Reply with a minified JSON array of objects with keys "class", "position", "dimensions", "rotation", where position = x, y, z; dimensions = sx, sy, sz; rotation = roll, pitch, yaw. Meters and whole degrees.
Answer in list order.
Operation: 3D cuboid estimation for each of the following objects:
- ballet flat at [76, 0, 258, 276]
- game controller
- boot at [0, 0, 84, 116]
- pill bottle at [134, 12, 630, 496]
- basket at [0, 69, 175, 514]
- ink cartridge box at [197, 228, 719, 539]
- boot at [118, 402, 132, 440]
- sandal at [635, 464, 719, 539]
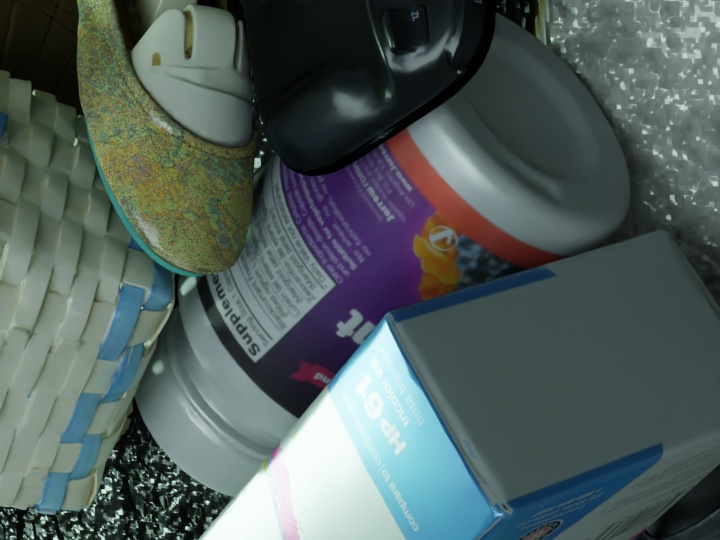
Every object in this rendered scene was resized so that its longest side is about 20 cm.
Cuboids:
[{"class":"ballet flat","position":[-0.072,-0.090,0.841],"dimensions":[0.071,0.070,0.201],"rotation":[-46,42,32]},{"class":"game controller","position":[-0.007,-0.133,0.804],"dimensions":[0.104,0.042,0.201],"rotation":[-38,50,40]},{"class":"boot","position":[-0.195,-0.116,0.937],"dimensions":[0.155,0.199,0.073],"rotation":[22,92,61]},{"class":"pill bottle","position":[0.000,0.000,0.859],"dimensions":[0.112,0.111,0.200],"rotation":[49,123,5]},{"class":"basket","position":[-0.178,0.004,0.852],"dimensions":[0.199,0.140,0.177],"rotation":[15,128,-19]},{"class":"ink cartridge box","position":[0.034,0.086,0.820],"dimensions":[0.085,0.144,0.200],"rotation":[57,137,20]},{"class":"boot","position":[-0.196,0.014,0.973],"dimensions":[0.200,0.107,0.075],"rotation":[47,124,8]},{"class":"sandal","position":[0.137,0.057,0.847],"dimensions":[0.076,0.043,0.201],"rotation":[39,121,10]}]
